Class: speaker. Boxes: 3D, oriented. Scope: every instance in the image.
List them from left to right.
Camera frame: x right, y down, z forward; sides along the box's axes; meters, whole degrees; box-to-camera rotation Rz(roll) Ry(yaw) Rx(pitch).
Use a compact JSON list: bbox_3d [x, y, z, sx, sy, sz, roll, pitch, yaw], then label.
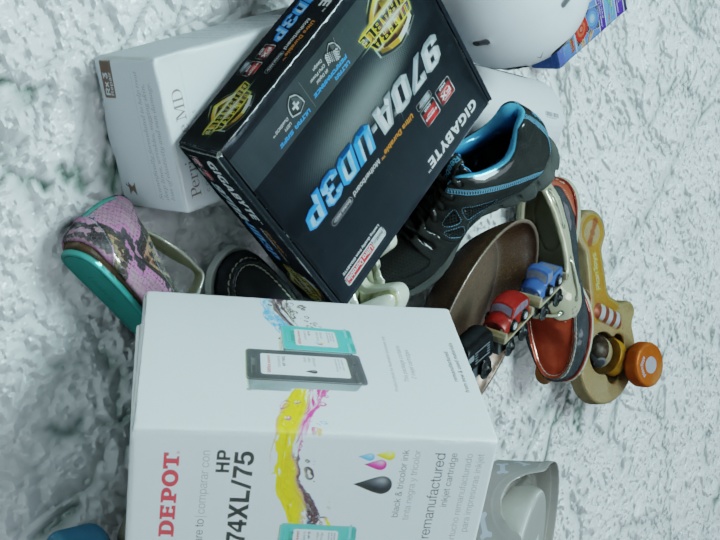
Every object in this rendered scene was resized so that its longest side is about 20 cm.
[{"bbox_3d":[0.081,-0.132,0.892,0.198,0.081,0.083,1,97,-46],"label":"speaker"}]

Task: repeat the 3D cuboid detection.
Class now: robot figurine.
[{"bbox_3d":[0.105,-0.244,0.829,0.123,0.202,0.151,8,134,-19],"label":"robot figurine"}]

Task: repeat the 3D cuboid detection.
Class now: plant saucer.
[{"bbox_3d":[0.093,0.044,0.940,0.200,0.036,0.202,-46,149,-38],"label":"plant saucer"}]

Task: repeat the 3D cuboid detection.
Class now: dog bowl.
[{"bbox_3d":[0.134,0.270,1.007,0.200,0.058,0.203,12,90,-70],"label":"dog bowl"}]

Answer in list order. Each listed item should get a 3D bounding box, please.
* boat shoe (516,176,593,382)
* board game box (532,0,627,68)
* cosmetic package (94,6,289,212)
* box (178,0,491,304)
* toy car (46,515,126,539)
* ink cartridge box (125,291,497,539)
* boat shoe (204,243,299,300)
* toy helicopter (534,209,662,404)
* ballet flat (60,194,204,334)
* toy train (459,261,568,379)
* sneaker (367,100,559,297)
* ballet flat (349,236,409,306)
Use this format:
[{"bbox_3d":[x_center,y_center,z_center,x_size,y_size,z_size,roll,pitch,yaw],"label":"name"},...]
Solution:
[{"bbox_3d":[0.181,0.010,1.032,0.062,0.070,0.203,-13,102,-60],"label":"boat shoe"},{"bbox_3d":[0.187,-0.309,1.002,0.135,0.034,0.202,-41,125,-35],"label":"board game box"},{"bbox_3d":[-0.073,-0.118,0.738,0.199,0.073,0.103,-29,118,-41],"label":"cosmetic package"},{"bbox_3d":[-0.008,-0.100,0.718,0.201,0.046,0.159,-54,134,-18],"label":"box"},{"bbox_3d":[-0.104,0.270,0.729,0.182,0.176,0.203,-8,117,-35],"label":"toy car"},{"bbox_3d":[-0.040,0.115,0.653,0.197,0.147,0.149,3,117,-10],"label":"ink cartridge box"},{"bbox_3d":[-0.048,0.064,0.810,0.076,0.060,0.201,-51,131,-26],"label":"boat shoe"},{"bbox_3d":[0.234,0.039,1.116,0.131,0.078,0.203,-12,97,-35],"label":"toy helicopter"},{"bbox_3d":[-0.122,0.034,0.724,0.071,0.069,0.201,-51,126,-31],"label":"ballet flat"},{"bbox_3d":[0.125,0.041,0.923,0.199,0.034,0.046,-37,131,-45],"label":"toy train"},{"bbox_3d":[0.063,-0.057,0.851,0.200,0.073,0.082,-41,148,3],"label":"sneaker"},{"bbox_3d":[0.000,0.000,0.806,0.071,0.071,0.203,-18,95,-43],"label":"ballet flat"}]
